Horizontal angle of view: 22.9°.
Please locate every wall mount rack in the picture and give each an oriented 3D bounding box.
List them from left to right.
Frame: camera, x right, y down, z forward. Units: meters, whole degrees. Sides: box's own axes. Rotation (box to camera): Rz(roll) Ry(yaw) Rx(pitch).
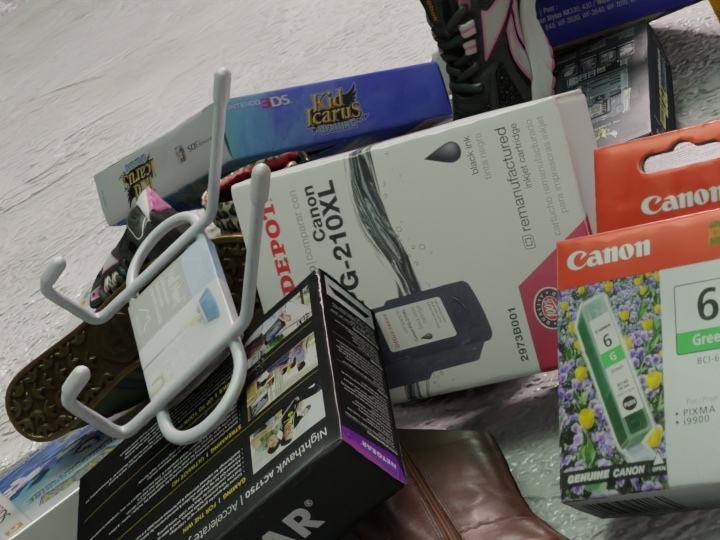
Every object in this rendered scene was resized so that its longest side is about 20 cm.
[{"bbox_3d":[-0.100,-0.006,0.982,0.174,0.074,0.200,-44,33,13],"label":"wall mount rack"}]

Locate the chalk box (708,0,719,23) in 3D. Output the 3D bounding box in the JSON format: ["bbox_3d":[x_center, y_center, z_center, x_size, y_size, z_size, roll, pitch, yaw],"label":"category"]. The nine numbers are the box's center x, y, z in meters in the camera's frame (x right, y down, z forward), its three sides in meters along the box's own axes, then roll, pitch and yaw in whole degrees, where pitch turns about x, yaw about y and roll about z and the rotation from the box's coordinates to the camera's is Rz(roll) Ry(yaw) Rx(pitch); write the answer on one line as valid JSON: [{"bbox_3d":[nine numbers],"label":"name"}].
[{"bbox_3d":[0.335,-0.171,1.098,0.199,0.125,0.124,-30,22,3],"label":"chalk box"}]

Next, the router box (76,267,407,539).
[{"bbox_3d":[-0.070,0.112,0.944,0.200,0.051,0.150,-41,28,19],"label":"router box"}]

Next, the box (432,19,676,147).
[{"bbox_3d":[0.123,-0.086,1.261,0.199,0.051,0.158,-22,30,21],"label":"box"}]

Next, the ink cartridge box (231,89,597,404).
[{"bbox_3d":[0.043,-0.006,1.012,0.199,0.146,0.084,-14,3,21],"label":"ink cartridge box"}]

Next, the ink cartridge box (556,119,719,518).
[{"bbox_3d":[0.153,0.015,0.875,0.108,0.050,0.202,-12,67,32],"label":"ink cartridge box"}]

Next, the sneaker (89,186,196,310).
[{"bbox_3d":[-0.142,0.009,1.210,0.086,0.080,0.200,-50,-2,-11],"label":"sneaker"}]

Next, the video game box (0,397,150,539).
[{"bbox_3d":[-0.156,0.120,1.158,0.200,0.047,0.182,-37,15,-16],"label":"video game box"}]

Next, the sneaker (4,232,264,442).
[{"bbox_3d":[-0.129,0.037,1.126,0.199,0.067,0.090,-32,-2,10],"label":"sneaker"}]

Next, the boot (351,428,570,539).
[{"bbox_3d":[0.009,0.151,0.889,0.185,0.065,0.200,-20,24,-10],"label":"boot"}]

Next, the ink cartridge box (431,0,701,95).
[{"bbox_3d":[0.178,-0.193,1.335,0.197,0.047,0.200,-20,4,-20],"label":"ink cartridge box"}]

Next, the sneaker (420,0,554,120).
[{"bbox_3d":[0.073,-0.166,1.186,0.086,0.202,0.080,3,-2,-37],"label":"sneaker"}]

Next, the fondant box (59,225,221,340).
[{"bbox_3d":[-0.128,0.029,1.340,0.199,0.058,0.145,-22,24,17],"label":"fondant box"}]

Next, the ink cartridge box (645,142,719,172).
[{"bbox_3d":[0.211,-0.007,0.964,0.136,0.077,0.200,-20,23,26],"label":"ink cartridge box"}]

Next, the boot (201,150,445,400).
[{"bbox_3d":[-0.001,0.001,1.108,0.203,0.154,0.074,-7,30,44],"label":"boot"}]

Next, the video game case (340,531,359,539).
[{"bbox_3d":[-0.073,0.171,1.012,0.181,0.023,0.200,-22,24,19],"label":"video game case"}]

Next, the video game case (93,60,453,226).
[{"bbox_3d":[-0.063,-0.089,1.283,0.199,0.046,0.181,-15,-6,-37],"label":"video game case"}]
